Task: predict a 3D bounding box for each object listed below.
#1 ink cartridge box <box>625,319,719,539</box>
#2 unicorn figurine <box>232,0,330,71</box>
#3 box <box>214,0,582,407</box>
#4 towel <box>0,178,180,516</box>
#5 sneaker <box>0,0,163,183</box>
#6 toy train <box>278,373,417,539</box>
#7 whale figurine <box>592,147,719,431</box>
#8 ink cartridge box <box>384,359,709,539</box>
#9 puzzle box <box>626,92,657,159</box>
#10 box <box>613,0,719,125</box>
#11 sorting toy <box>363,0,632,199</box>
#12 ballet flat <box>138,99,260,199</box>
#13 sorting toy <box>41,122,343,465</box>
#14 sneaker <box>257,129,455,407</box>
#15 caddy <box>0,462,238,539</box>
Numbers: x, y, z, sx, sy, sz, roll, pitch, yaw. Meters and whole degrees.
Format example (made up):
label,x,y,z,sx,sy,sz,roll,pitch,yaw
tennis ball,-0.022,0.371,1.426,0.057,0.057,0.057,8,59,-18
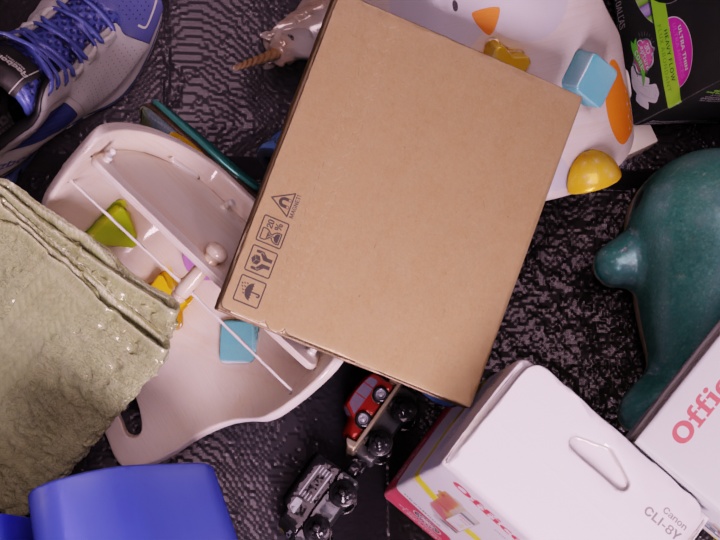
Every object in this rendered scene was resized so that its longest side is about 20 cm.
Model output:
label,x,y,z,sx,sy,sz,roll,pitch,yaw
ink cartridge box,0.274,0.113,1.263,0.200,0.145,0.146,40,85,6
unicorn figurine,0.017,-0.188,1.386,0.136,0.074,0.201,13,71,14
box,0.024,-0.040,1.244,0.162,0.021,0.201,22,81,-9
towel,-0.207,0.052,1.279,0.148,0.037,0.200,39,119,-1
sneaker,-0.199,-0.125,1.332,0.080,0.115,0.200,42,75,0
toy train,0.011,0.092,1.369,0.046,0.034,0.201,34,76,11
whale figurine,0.230,0.015,1.383,0.158,0.104,0.201,20,75,-6
ink cartridge box,0.106,0.141,1.287,0.145,0.200,0.084,40,75,0
puzzle box,0.100,-0.148,1.434,0.132,0.025,0.201,-24,84,-12
box,0.266,-0.190,1.369,0.123,0.200,0.150,-3,79,-26
sorting toy,0.076,-0.137,1.315,0.198,0.107,0.181,-13,116,-4
ballet flat,-0.075,-0.028,1.362,0.199,0.074,0.074,36,75,2
sorting toy,-0.131,0.029,1.307,0.200,0.107,0.180,44,111,-5
sneaker,0.000,0.000,1.289,0.078,0.066,0.201,-19,76,-31
caddy,-0.149,0.183,1.244,0.141,0.200,0.106,-23,76,28
